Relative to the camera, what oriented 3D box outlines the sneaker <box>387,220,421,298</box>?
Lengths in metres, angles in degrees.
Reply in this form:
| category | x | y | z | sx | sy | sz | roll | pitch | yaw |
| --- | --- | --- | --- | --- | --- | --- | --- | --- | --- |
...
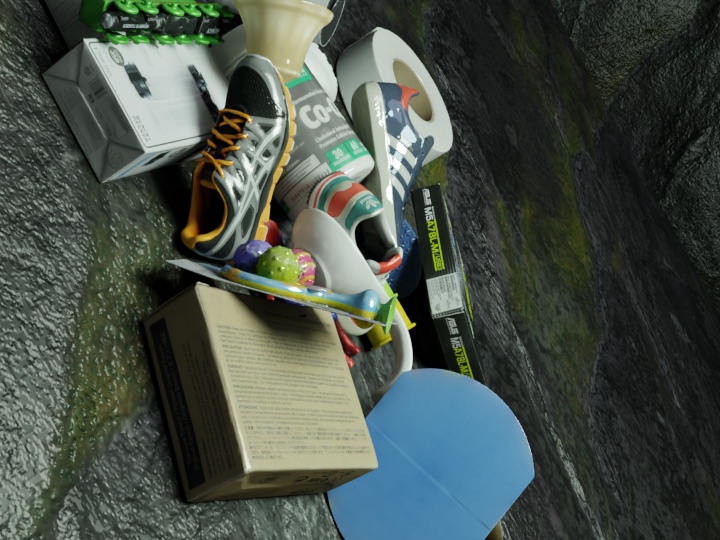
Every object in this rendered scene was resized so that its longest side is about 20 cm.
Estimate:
| category | x | y | z | sx | sy | sz | roll | pitch | yaw |
| --- | --- | --- | --- | --- | --- | --- | --- | --- | --- |
| sneaker | 0.013 | -0.060 | 1.270 | 0.078 | 0.070 | 0.202 | 39 | -24 | 59 |

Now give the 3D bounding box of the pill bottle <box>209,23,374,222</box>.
| category | x | y | z | sx | sy | sz | roll | pitch | yaw |
| --- | --- | --- | --- | --- | --- | --- | --- | --- | --- |
| pill bottle | -0.084 | -0.163 | 1.131 | 0.201 | 0.113 | 0.113 | 54 | 26 | 3 |

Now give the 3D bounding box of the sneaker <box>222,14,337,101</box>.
| category | x | y | z | sx | sy | sz | roll | pitch | yaw |
| --- | --- | --- | --- | --- | --- | --- | --- | --- | --- |
| sneaker | -0.110 | -0.261 | 1.250 | 0.200 | 0.076 | 0.081 | 44 | 39 | -18 |

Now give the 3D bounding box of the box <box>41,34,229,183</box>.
| category | x | y | z | sx | sy | sz | roll | pitch | yaw |
| --- | --- | --- | --- | --- | --- | --- | --- | --- | --- |
| box | -0.196 | -0.160 | 0.998 | 0.118 | 0.060 | 0.200 | 61 | 27 | -2 |

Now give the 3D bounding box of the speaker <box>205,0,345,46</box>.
| category | x | y | z | sx | sy | sz | roll | pitch | yaw |
| --- | --- | --- | --- | --- | --- | --- | --- | --- | --- |
| speaker | -0.116 | -0.319 | 1.153 | 0.198 | 0.082 | 0.081 | 21 | 29 | 6 |

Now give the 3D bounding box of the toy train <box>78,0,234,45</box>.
| category | x | y | z | sx | sy | sz | roll | pitch | yaw |
| --- | --- | --- | --- | --- | --- | --- | --- | --- | --- |
| toy train | -0.189 | -0.240 | 0.986 | 0.056 | 0.042 | 0.200 | 31 | 22 | 16 |

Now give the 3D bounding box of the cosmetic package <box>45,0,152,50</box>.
| category | x | y | z | sx | sy | sz | roll | pitch | yaw |
| --- | --- | --- | --- | --- | --- | --- | --- | --- | --- |
| cosmetic package | -0.228 | -0.260 | 1.046 | 0.083 | 0.050 | 0.200 | 65 | 27 | -2 |

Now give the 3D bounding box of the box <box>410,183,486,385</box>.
| category | x | y | z | sx | sy | sz | roll | pitch | yaw |
| --- | --- | --- | --- | --- | --- | --- | --- | --- | --- |
| box | 0.113 | 0.027 | 1.314 | 0.194 | 0.047 | 0.202 | 64 | 15 | -50 |

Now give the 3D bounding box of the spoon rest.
| category | x | y | z | sx | sy | sz | roll | pitch | yaw |
| --- | --- | --- | --- | --- | --- | --- | --- | --- | --- |
| spoon rest | -0.006 | 0.028 | 1.031 | 0.060 | 0.099 | 0.202 | -29 | 94 | -29 |

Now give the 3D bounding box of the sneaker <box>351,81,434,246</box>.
| category | x | y | z | sx | sy | sz | roll | pitch | yaw |
| --- | --- | --- | --- | --- | --- | --- | --- | --- | --- |
| sneaker | 0.045 | -0.113 | 1.177 | 0.083 | 0.075 | 0.203 | -6 | 96 | -23 |

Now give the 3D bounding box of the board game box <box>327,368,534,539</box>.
| category | x | y | z | sx | sy | sz | roll | pitch | yaw |
| --- | --- | --- | --- | --- | --- | --- | --- | --- | --- |
| board game box | 0.065 | 0.195 | 1.000 | 0.158 | 0.201 | 0.039 | 39 | 0 | 13 |

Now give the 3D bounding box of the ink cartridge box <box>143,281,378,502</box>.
| category | x | y | z | sx | sy | sz | roll | pitch | yaw |
| --- | --- | --- | --- | --- | --- | --- | --- | --- | --- |
| ink cartridge box | -0.084 | 0.111 | 0.923 | 0.199 | 0.075 | 0.166 | 15 | 51 | -55 |

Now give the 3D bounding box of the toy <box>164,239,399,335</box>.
| category | x | y | z | sx | sy | sz | roll | pitch | yaw |
| --- | --- | --- | --- | --- | --- | --- | --- | --- | --- |
| toy | -0.060 | 0.005 | 0.929 | 0.198 | 0.048 | 0.115 | 20 | 1 | 9 |

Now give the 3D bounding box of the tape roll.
| category | x | y | z | sx | sy | sz | roll | pitch | yaw |
| --- | --- | --- | --- | --- | --- | --- | --- | --- | --- |
| tape roll | 0.050 | -0.245 | 1.509 | 0.202 | 0.070 | 0.204 | 41 | 33 | -35 |

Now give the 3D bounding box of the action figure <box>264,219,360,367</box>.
| category | x | y | z | sx | sy | sz | roll | pitch | yaw |
| --- | --- | --- | --- | --- | --- | --- | --- | --- | --- |
| action figure | -0.075 | 0.017 | 1.060 | 0.201 | 0.051 | 0.065 | 58 | 22 | -9 |

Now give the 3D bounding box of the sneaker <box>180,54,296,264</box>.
| category | x | y | z | sx | sy | sz | roll | pitch | yaw |
| --- | --- | --- | --- | --- | --- | --- | --- | --- | --- |
| sneaker | -0.118 | -0.103 | 0.982 | 0.077 | 0.078 | 0.203 | 0 | 103 | -52 |

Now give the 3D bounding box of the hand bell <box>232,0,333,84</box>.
| category | x | y | z | sx | sy | sz | roll | pitch | yaw |
| --- | --- | --- | --- | --- | --- | --- | --- | --- | --- |
| hand bell | -0.093 | -0.164 | 1.041 | 0.104 | 0.103 | 0.203 | 5 | 95 | -59 |

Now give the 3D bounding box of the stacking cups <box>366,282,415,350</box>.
| category | x | y | z | sx | sy | sz | roll | pitch | yaw |
| --- | --- | --- | --- | --- | --- | --- | --- | --- | --- |
| stacking cups | -0.012 | -0.008 | 1.193 | 0.201 | 0.060 | 0.060 | 60 | 26 | 2 |

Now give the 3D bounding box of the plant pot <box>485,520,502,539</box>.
| category | x | y | z | sx | sy | sz | roll | pitch | yaw |
| --- | --- | --- | --- | --- | --- | --- | --- | --- | --- |
| plant pot | 0.094 | 0.210 | 1.097 | 0.200 | 0.027 | 0.202 | 160 | -90 | -80 |

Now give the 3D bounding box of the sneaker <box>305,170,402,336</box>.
| category | x | y | z | sx | sy | sz | roll | pitch | yaw |
| --- | --- | --- | --- | --- | --- | --- | --- | --- | --- |
| sneaker | 0.000 | -0.001 | 1.078 | 0.070 | 0.093 | 0.202 | -29 | 131 | -29 |
